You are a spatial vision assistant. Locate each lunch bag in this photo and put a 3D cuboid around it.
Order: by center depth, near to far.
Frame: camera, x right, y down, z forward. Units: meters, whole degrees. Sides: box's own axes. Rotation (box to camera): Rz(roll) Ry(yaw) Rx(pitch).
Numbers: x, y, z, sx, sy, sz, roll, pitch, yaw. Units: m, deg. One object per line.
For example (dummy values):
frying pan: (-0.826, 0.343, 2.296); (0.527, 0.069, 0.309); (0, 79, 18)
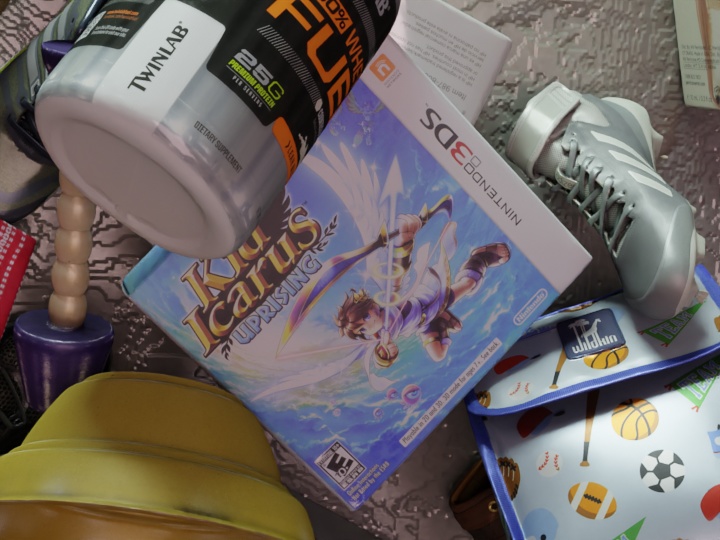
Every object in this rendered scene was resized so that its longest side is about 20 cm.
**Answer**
lunch bag: (0.153, 0.104, 0.865); (0.168, 0.202, 0.124); (-18, 147, 4)

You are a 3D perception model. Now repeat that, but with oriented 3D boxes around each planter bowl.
planter bowl: (-0.110, 0.105, 0.797); (0.198, 0.200, 0.085); (12, 69, -15)

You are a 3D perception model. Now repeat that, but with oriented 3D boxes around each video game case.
video game case: (0.000, 0.000, 0.841); (0.200, 0.045, 0.181); (-46, 106, -2)

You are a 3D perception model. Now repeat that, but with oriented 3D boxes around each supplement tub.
supplement tub: (-0.059, -0.117, 0.749); (0.122, 0.122, 0.201); (39, 66, -16)

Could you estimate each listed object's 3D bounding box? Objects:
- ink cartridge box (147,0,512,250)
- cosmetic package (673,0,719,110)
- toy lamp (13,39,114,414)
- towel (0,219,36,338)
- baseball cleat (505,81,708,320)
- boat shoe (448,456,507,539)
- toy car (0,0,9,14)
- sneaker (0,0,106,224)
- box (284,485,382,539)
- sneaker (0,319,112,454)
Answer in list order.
ink cartridge box: (-0.024, -0.077, 0.889); (0.143, 0.084, 0.202); (26, 91, -16)
cosmetic package: (0.250, -0.206, 0.935); (0.102, 0.087, 0.203); (-12, 101, -10)
toy lamp: (-0.156, -0.020, 0.816); (0.057, 0.058, 0.203); (4, 105, -14)
towel: (-0.261, -0.006, 0.770); (0.200, 0.022, 0.146); (39, 53, -36)
baseball cleat: (0.137, -0.043, 0.887); (0.105, 0.201, 0.070); (15, 120, -11)
boat shoe: (0.131, 0.092, 0.958); (0.067, 0.072, 0.201); (34, 92, -18)
toy car: (-0.232, -0.184, 0.792); (0.198, 0.164, 0.160); (8, 97, -24)
sneaker: (-0.162, -0.111, 0.853); (0.074, 0.081, 0.201); (35, 89, -15)
box: (-0.020, 0.225, 0.875); (0.097, 0.200, 0.125); (32, 90, -16)
sneaker: (-0.228, 0.087, 0.851); (0.197, 0.114, 0.077); (-21, 103, -14)
